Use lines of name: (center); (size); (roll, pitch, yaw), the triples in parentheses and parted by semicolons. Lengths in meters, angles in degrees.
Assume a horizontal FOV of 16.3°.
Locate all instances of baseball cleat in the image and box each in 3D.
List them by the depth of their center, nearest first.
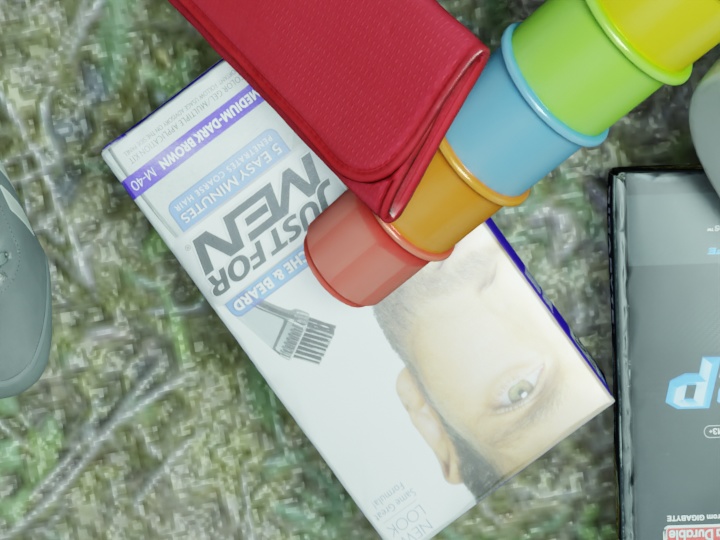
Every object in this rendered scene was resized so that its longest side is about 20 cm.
baseball cleat: (-0.175, -0.039, 0.981); (0.069, 0.106, 0.201); (-21, 96, -1)

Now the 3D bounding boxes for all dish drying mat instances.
dish drying mat: (-0.031, -0.106, 0.938); (0.200, 0.018, 0.077); (47, 118, 36)

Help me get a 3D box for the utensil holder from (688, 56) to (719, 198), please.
utensil holder: (0.240, -0.081, 0.898); (0.170, 0.170, 0.200); (44, 75, -2)

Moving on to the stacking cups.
stacking cups: (0.055, -0.060, 0.901); (0.200, 0.060, 0.061); (-37, 93, 31)

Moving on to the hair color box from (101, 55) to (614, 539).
hair color box: (0.000, 0.000, 0.999); (0.109, 0.065, 0.201); (-37, 95, 4)

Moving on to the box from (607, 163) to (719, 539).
box: (0.199, 0.035, 1.002); (0.198, 0.046, 0.160); (-1, 95, 2)
